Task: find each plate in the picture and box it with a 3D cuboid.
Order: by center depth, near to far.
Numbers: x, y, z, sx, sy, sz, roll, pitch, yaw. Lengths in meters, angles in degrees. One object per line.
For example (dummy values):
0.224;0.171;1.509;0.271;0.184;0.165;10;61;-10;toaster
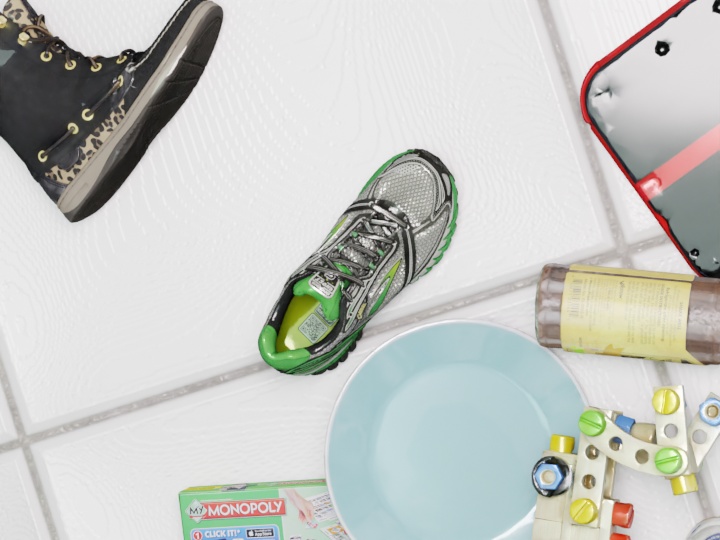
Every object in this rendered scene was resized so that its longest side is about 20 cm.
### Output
0.073;0.134;1.397;0.200;0.026;0.201;0;91;-3;plate

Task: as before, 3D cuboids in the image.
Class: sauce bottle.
0.223;0.034;1.347;0.200;0.065;0.065;6;96;16;sauce bottle

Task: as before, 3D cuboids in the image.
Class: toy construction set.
0.181;0.174;1.334;0.131;0.092;0.200;6;72;21;toy construction set

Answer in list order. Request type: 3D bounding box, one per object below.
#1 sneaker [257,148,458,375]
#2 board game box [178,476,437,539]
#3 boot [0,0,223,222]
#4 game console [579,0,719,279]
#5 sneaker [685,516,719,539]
0.000;0.000;1.396;0.078;0.085;0.200;37;102;10;sneaker
-0.033;0.225;1.452;0.200;0.029;0.135;-5;92;16;board game box
-0.209;-0.155;1.450;0.151;0.073;0.200;40;109;9;boot
0.271;-0.115;1.344;0.200;0.031;0.177;-37;90;16;game console
0.236;0.275;1.352;0.075;0.088;0.200;6;97;13;sneaker
